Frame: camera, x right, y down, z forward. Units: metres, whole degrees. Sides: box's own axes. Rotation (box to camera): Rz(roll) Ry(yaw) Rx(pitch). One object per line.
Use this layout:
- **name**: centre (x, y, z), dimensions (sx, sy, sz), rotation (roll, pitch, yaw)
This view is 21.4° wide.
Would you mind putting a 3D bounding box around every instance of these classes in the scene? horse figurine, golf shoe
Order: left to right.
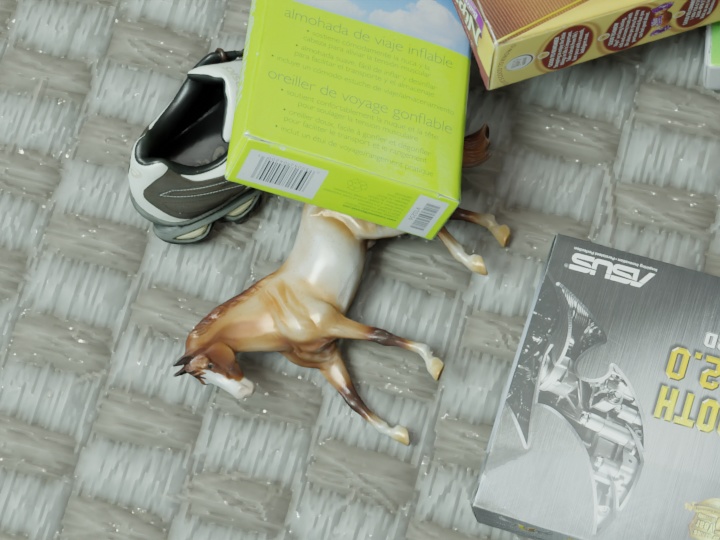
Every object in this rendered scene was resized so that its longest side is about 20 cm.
- **golf shoe**: centre (-0.045, -0.095, 1.065), dimensions (0.200, 0.095, 0.078), rotation (-41, 71, -9)
- **horse figurine**: centre (0.000, 0.000, 1.052), dimensions (0.132, 0.050, 0.200), rotation (25, 77, 9)

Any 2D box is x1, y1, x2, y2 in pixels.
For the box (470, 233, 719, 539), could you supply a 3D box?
- **box**: centre (0.175, 0.083, 1.002), dimensions (0.199, 0.048, 0.159), rotation (16, 74, 12)

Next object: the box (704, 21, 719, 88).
- **box**: centre (0.296, -0.169, 1.072), dimensions (0.199, 0.036, 0.145), rotation (4, 72, 7)

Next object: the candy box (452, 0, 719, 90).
- **candy box**: centre (0.142, -0.183, 1.026), dimensions (0.199, 0.057, 0.117), rotation (-18, 69, -7)

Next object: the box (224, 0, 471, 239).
- **box**: centre (0.000, -0.124, 1.031), dimensions (0.122, 0.048, 0.201), rotation (16, 56, -14)
